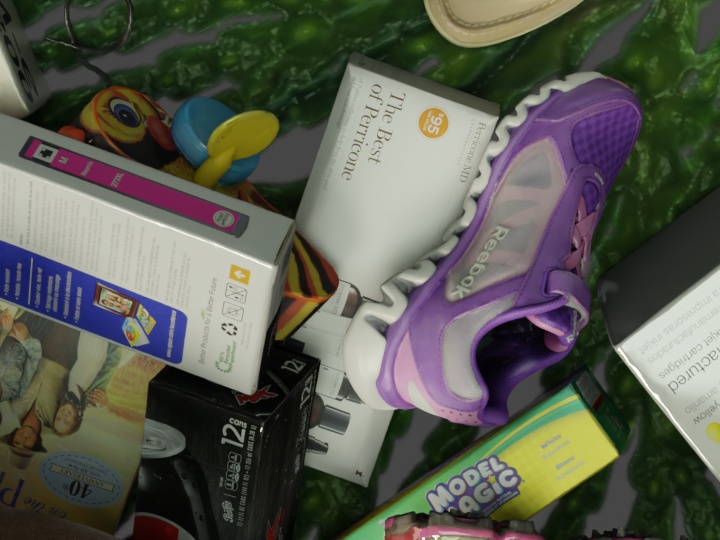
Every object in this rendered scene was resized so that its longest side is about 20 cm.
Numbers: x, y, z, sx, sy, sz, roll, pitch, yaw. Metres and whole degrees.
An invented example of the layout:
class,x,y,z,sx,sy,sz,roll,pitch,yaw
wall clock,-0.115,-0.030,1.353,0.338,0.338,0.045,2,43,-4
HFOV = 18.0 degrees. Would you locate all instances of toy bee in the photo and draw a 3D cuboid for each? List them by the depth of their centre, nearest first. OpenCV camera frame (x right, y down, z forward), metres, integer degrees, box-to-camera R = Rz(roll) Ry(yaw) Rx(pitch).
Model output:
class,x,y,z,sx,sy,sz,roll,pitch,yaw
toy bee,-0.106,-0.041,1.086,0.199,0.109,0.132,32,116,18

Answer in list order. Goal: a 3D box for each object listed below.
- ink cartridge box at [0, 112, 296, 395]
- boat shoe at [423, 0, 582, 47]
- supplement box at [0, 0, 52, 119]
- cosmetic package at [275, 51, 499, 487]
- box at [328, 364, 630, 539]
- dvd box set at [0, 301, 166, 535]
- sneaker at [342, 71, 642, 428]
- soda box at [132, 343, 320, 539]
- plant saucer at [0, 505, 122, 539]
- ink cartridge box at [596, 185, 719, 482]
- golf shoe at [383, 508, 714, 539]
class,x,y,z,sx,sy,sz,roll,pitch,yaw
ink cartridge box,-0.130,-0.014,1.040,0.198,0.037,0.095,19,139,4
boat shoe,0.117,-0.175,1.095,0.199,0.065,0.072,-31,99,8
supplement box,-0.269,-0.104,1.122,0.199,0.074,0.127,-21,101,6
cosmetic package,0.000,0.000,1.144,0.082,0.051,0.201,18,102,-2
box,0.040,0.124,1.133,0.199,0.117,0.049,-37,86,8
dvd box set,-0.173,0.057,1.173,0.145,0.029,0.201,23,101,-2
sneaker,0.083,-0.003,1.093,0.201,0.088,0.081,-53,138,-11
soda box,-0.073,0.133,1.127,0.063,0.071,0.201,18,120,16
plant saucer,-0.146,0.164,1.070,0.199,0.201,0.035,18,57,-1
ink cartridge box,0.232,0.054,1.097,0.145,0.145,0.200,-38,99,9
golf shoe,0.104,0.162,1.040,0.198,0.073,0.093,6,80,-9
